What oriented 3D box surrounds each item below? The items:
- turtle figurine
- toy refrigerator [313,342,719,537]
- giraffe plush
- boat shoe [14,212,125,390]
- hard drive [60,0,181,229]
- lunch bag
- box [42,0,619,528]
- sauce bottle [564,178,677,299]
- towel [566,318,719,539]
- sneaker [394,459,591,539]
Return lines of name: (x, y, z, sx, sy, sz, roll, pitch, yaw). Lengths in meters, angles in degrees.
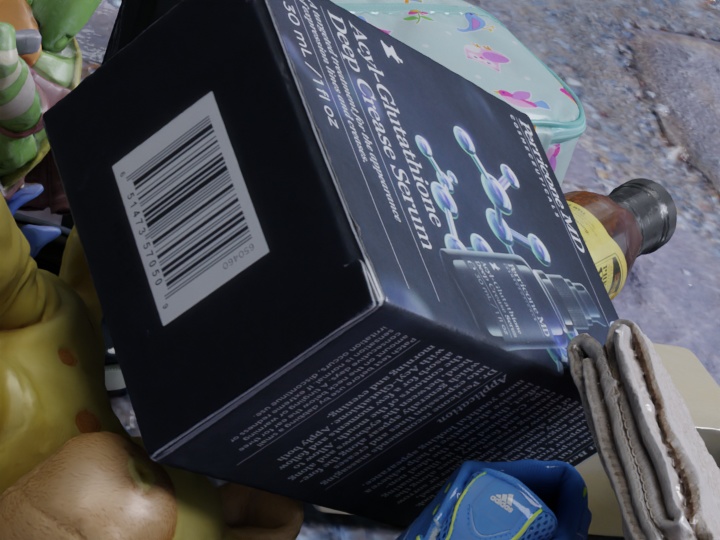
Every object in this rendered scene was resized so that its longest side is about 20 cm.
turtle figurine: (-0.162, -0.119, 0.871, 0.199, 0.195, 0.144, 36, -12, -13)
toy refrigerator: (0.068, 0.072, 0.985, 0.198, 0.070, 0.076, 8, 27, -24)
giraffe plush: (-0.120, 0.077, 0.787, 0.162, 0.173, 0.200, 48, 20, 19)
boat shoe: (-0.180, -0.009, 0.952, 0.199, 0.062, 0.075, 22, 33, 0)
hard drive: (-0.098, -0.107, 1.022, 0.033, 0.201, 0.140, 16, 31, -11)
lunch bag: (0.010, -0.096, 1.195, 0.199, 0.077, 0.161, -1, 39, -34)
box: (0.000, 0.000, 0.813, 0.200, 0.107, 0.149, 22, 39, -53)
sauce bottle: (0.103, -0.005, 1.127, 0.066, 0.066, 0.199, 36, 35, 22)
towel: (0.133, 0.120, 0.771, 0.201, 0.034, 0.133, 58, 13, -34)
sneaker: (0.013, 0.121, 0.771, 0.076, 0.106, 0.199, 33, 38, 25)
